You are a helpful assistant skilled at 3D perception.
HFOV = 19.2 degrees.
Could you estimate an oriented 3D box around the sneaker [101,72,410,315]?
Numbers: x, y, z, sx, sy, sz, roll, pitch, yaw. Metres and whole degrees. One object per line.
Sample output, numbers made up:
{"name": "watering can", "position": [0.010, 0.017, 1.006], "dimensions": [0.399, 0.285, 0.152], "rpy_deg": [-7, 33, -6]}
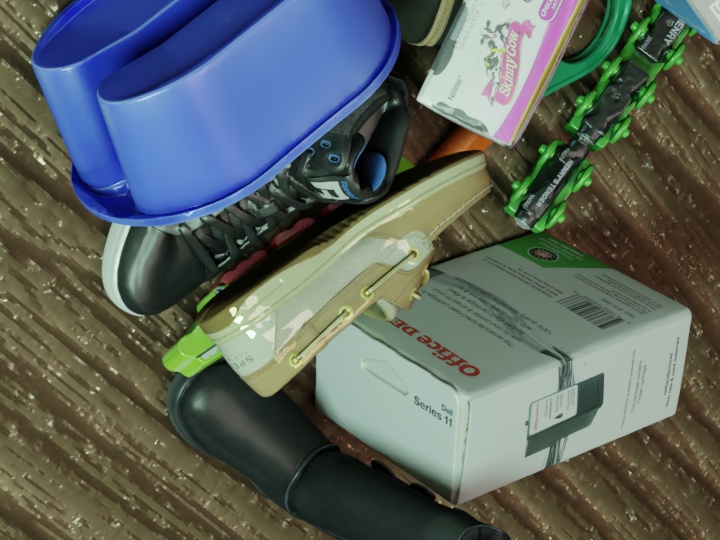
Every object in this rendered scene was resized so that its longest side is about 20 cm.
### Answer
{"name": "sneaker", "position": [-0.053, -0.046, 1.196], "dimensions": [0.200, 0.112, 0.073], "rpy_deg": [-51, 134, -11]}

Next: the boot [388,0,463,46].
{"name": "boot", "position": [-0.013, -0.216, 1.180], "dimensions": [0.138, 0.077, 0.200], "rpy_deg": [-16, 110, -32]}

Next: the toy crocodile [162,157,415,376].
{"name": "toy crocodile", "position": [-0.037, -0.002, 1.274], "dimensions": [0.200, 0.068, 0.062], "rpy_deg": [-34, 88, -22]}

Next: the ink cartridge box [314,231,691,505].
{"name": "ink cartridge box", "position": [0.089, 0.057, 1.366], "dimensions": [0.200, 0.147, 0.083], "rpy_deg": [-17, 124, -36]}

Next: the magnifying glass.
{"name": "magnifying glass", "position": [0.105, -0.125, 1.375], "dimensions": [0.200, 0.022, 0.080], "rpy_deg": [-50, 137, -14]}

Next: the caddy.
{"name": "caddy", "position": [-0.073, -0.105, 1.124], "dimensions": [0.200, 0.141, 0.105], "rpy_deg": [-41, 131, -19]}

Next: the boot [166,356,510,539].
{"name": "boot", "position": [-0.007, 0.132, 1.273], "dimensions": [0.066, 0.200, 0.165], "rpy_deg": [-54, 138, -6]}

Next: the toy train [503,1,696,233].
{"name": "toy train", "position": [0.163, -0.108, 1.411], "dimensions": [0.200, 0.042, 0.056], "rpy_deg": [-53, -178, -5]}

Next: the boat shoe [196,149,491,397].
{"name": "boat shoe", "position": [0.000, 0.000, 1.217], "dimensions": [0.200, 0.074, 0.066], "rpy_deg": [-34, 101, -21]}

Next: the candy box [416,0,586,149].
{"name": "candy box", "position": [0.093, -0.143, 1.240], "dimensions": [0.136, 0.061, 0.200], "rpy_deg": [-64, 176, 5]}

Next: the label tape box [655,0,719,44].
{"name": "label tape box", "position": [0.146, -0.235, 1.203], "dimensions": [0.063, 0.144, 0.200], "rpy_deg": [-40, 113, 5]}
